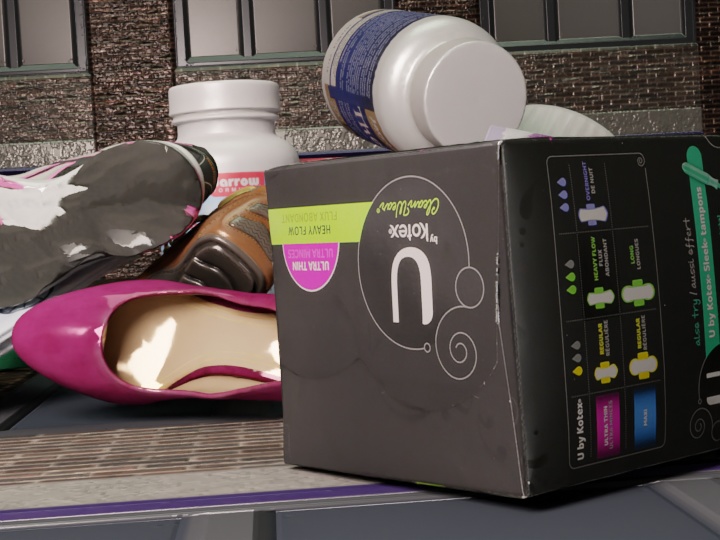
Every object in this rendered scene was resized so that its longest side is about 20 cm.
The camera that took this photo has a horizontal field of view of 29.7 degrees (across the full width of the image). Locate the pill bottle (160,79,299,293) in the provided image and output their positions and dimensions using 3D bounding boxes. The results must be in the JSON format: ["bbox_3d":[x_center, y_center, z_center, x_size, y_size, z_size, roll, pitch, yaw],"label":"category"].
[{"bbox_3d":[-0.095,-0.035,1.004,0.107,0.202,0.109,-4,2,0],"label":"pill bottle"}]

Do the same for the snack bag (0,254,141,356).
[{"bbox_3d":[-0.254,0.035,0.838,0.187,0.022,0.200,-4,26,43],"label":"snack bag"}]

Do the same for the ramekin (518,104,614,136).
[{"bbox_3d":[0.170,-0.064,1.260,0.201,0.203,0.095,-1,44,38],"label":"ramekin"}]

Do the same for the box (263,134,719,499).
[{"bbox_3d":[0.083,0.011,0.559,0.199,0.126,0.148,-6,2,-37],"label":"box"}]

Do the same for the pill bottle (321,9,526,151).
[{"bbox_3d":[0.049,-0.143,1.055,0.110,0.112,0.200,-4,14,-19],"label":"pill bottle"}]

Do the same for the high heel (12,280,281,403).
[{"bbox_3d":[-0.083,0.033,0.689,0.198,0.068,0.096,1,-10,-2],"label":"high heel"}]

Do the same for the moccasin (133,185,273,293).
[{"bbox_3d":[-0.101,0.009,0.820,0.201,0.073,0.078,-48,6,49],"label":"moccasin"}]

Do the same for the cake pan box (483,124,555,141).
[{"bbox_3d":[0.149,-0.018,0.842,0.182,0.053,0.200,11,29,11],"label":"cake pan box"}]

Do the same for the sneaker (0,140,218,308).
[{"bbox_3d":[-0.170,-0.030,0.804,0.198,0.081,0.086,-8,9,17],"label":"sneaker"}]

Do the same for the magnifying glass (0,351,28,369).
[{"bbox_3d":[-0.249,0.063,1.042,0.198,0.023,0.080,-2,3,19],"label":"magnifying glass"}]

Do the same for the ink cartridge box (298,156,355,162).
[{"bbox_3d":[0.046,-0.020,1.108,0.198,0.147,0.085,-5,9,-30],"label":"ink cartridge box"}]
